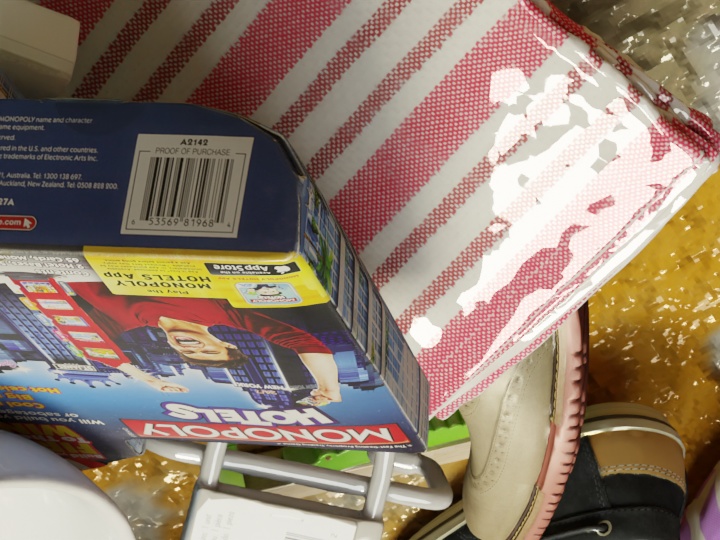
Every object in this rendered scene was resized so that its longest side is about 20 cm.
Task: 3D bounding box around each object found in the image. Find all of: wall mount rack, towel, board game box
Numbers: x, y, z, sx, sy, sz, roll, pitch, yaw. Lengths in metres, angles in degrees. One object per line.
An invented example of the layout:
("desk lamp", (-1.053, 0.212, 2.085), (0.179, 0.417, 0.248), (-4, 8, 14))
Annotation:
("wall mount rack", (-0.067, 0.110, 0.874), (0.173, 0.075, 0.201), (13, 101, -11))
("towel", (-0.008, -0.054, 0.768), (0.200, 0.030, 0.146), (39, 123, -9))
("board game box", (-0.083, 0.006, 0.749), (0.199, 0.062, 0.200), (2, 158, 15))

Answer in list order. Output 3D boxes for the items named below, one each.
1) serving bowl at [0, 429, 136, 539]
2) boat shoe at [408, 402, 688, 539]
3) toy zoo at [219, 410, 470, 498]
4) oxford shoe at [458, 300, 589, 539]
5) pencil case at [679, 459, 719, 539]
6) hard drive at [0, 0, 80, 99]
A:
("serving bowl", (-0.169, 0.116, 0.788), (0.200, 0.066, 0.200), (-29, 149, -20))
("boat shoe", (0.059, 0.126, 0.979), (0.074, 0.062, 0.200), (13, 139, -29))
("toy zoo", (0.000, 0.000, 0.882), (0.131, 0.021, 0.201), (-13, 135, -6))
("oxford shoe", (0.042, 0.011, 0.851), (0.074, 0.071, 0.201), (4, 123, 1))
("pencil case", (0.142, 0.120, 0.993), (0.084, 0.086, 0.200), (-4, 135, -43))
("hard drive", (-0.199, -0.070, 0.716), (0.199, 0.027, 0.132), (18, 152, -31))
